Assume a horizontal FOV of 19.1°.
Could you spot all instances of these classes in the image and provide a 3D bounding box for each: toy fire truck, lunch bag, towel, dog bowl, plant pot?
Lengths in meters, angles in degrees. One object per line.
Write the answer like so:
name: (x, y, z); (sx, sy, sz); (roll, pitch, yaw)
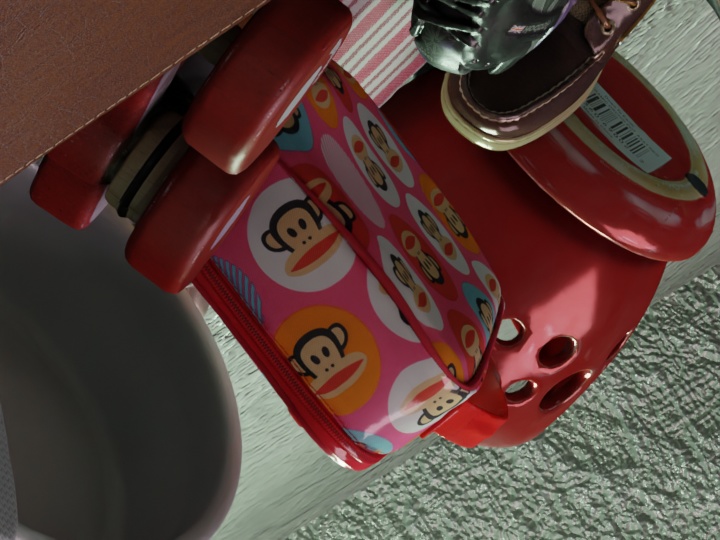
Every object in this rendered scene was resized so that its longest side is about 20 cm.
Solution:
toy fire truck: (-0.052, -0.102, 0.750); (0.168, 0.112, 0.200); (-53, 179, -34)
lunch bag: (0.000, 0.000, 0.906); (0.082, 0.176, 0.200); (-38, -178, 14)
towel: (-0.024, -0.099, 1.032); (0.146, 0.030, 0.200); (-42, 168, 25)
dog bowl: (-0.145, 0.045, 0.821); (0.079, 0.201, 0.200); (-40, 168, 29)
plant pot: (0.086, -0.032, 1.196); (0.183, 0.201, 0.200); (-46, 165, 27)

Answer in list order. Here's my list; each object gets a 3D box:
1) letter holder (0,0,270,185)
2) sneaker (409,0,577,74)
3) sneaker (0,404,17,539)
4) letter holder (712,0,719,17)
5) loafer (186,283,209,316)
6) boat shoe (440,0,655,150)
letter holder: (-0.075, -0.123, 0.576); (0.199, 0.101, 0.142); (-34, 167, 0)
sneaker: (0.058, -0.126, 0.955); (0.088, 0.076, 0.200); (-55, 165, 7)
sneaker: (-0.158, 0.002, 0.663); (0.070, 0.201, 0.073); (-16, 151, 5)
letter holder: (0.179, -0.205, 0.932); (0.142, 0.101, 0.200); (-38, 169, 9)
loafer: (-0.113, 0.015, 1.153); (0.199, 0.063, 0.072); (-32, 168, -11)
boat shoe: (0.115, -0.145, 1.083); (0.200, 0.072, 0.072); (-43, 167, -22)
